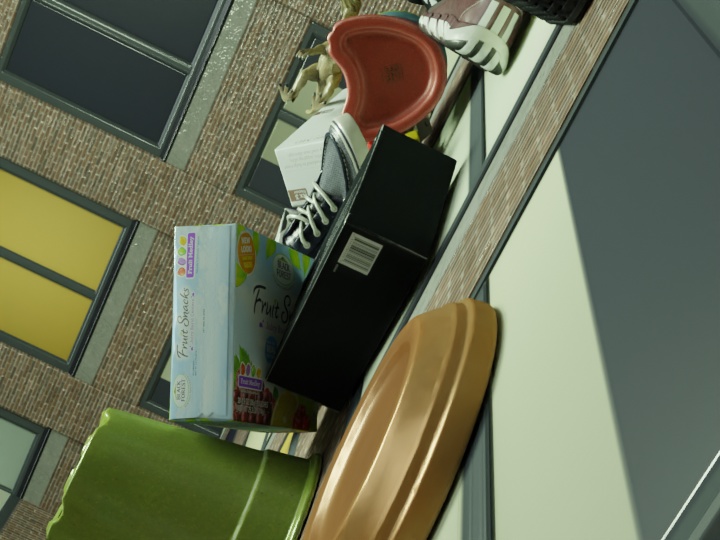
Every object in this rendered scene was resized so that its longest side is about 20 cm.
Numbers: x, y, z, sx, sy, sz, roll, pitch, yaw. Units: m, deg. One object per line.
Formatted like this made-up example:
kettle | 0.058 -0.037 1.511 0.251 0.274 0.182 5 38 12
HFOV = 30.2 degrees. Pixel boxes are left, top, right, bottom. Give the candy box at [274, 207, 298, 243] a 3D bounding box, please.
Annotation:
candy box | -0.078 0.057 1.462 0.168 0.071 0.202 115 167 -69

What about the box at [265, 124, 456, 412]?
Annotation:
box | 0.000 0.000 1.140 0.142 0.078 0.201 -74 9 -48

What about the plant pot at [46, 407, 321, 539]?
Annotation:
plant pot | -0.159 0.212 1.140 0.200 0.189 0.201 -155 90 -85

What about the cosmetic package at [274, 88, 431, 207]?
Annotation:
cosmetic package | -0.004 -0.144 1.459 0.200 0.101 0.075 -49 -53 -57

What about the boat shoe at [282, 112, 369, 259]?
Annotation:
boat shoe | -0.032 -0.057 1.303 0.075 0.092 0.201 55 162 42

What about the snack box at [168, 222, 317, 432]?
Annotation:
snack box | -0.100 0.058 1.207 0.200 0.067 0.170 30 -121 -69

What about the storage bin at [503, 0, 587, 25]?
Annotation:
storage bin | 0.142 -0.278 0.905 0.201 0.093 0.135 -63 5 9

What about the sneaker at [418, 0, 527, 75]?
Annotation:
sneaker | 0.119 -0.241 1.185 0.116 0.075 0.200 -59 16 9

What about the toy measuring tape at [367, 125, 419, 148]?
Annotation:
toy measuring tape | 0.032 -0.115 1.367 0.200 0.073 0.074 -92 28 -69

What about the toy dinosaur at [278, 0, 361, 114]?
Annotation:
toy dinosaur | -0.037 -0.212 1.447 0.101 0.058 0.201 -45 -15 -41

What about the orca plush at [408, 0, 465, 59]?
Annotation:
orca plush | 0.096 -0.251 1.380 0.200 0.104 0.072 141 130 -81

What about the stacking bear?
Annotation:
stacking bear | 0.033 -0.217 1.385 0.200 0.113 0.123 -84 -17 -74

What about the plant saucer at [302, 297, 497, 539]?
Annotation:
plant saucer | 0.013 0.103 0.713 0.200 0.037 0.201 -155 90 -85
